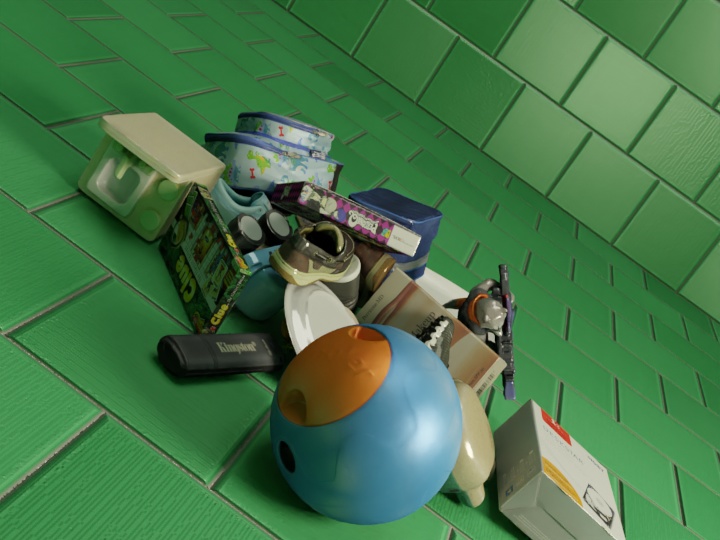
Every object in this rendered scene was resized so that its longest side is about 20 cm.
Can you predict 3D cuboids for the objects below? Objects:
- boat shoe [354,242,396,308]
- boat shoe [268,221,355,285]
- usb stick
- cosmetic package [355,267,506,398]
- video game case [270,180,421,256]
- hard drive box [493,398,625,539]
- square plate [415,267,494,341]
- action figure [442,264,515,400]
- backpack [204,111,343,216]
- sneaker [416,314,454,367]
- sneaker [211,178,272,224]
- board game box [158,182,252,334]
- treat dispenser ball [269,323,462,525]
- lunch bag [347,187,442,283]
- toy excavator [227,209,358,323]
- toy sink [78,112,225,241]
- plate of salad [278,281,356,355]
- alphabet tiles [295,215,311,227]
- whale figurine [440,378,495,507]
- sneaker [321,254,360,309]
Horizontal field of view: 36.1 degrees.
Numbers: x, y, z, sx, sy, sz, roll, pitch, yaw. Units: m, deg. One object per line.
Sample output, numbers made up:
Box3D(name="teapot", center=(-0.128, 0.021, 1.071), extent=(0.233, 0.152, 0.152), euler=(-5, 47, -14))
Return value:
Box3D(name="boat shoe", center=(0.000, 0.000, 1.618), extent=(0.072, 0.073, 0.200), euler=(37, -11, 1))
Box3D(name="boat shoe", center=(-0.046, -0.028, 1.418), extent=(0.073, 0.065, 0.200), euler=(46, 22, 6))
Box3D(name="usb stick", center=(-0.156, 0.096, 1.267), extent=(0.056, 0.033, 0.199), euler=(48, 21, 24))
Box3D(name="cosmetic package", center=(0.099, 0.102, 1.572), extent=(0.199, 0.104, 0.087), euler=(40, 0, 20))
Box3D(name="video game case", center=(-0.026, -0.074, 1.557), extent=(0.179, 0.036, 0.200), euler=(24, -3, -16))
Box3D(name="hard drive box", center=(0.252, 0.281, 1.428), extent=(0.156, 0.077, 0.200), euler=(42, 16, -10))
Box3D(name="square plate", center=(0.165, 0.072, 1.909), extent=(0.198, 0.029, 0.199), euler=(31, 18, -13))
Box3D(name="action figure", center=(0.175, 0.100, 1.661), extent=(0.103, 0.194, 0.203), euler=(1, 71, -12))
Box3D(name="backpack", center=(-0.146, -0.167, 1.717), extent=(0.198, 0.150, 0.182), euler=(10, -1, -34))
Box3D(name="sneaker", center=(0.091, 0.147, 1.459), extent=(0.090, 0.066, 0.201), euler=(43, 46, -11))
Box3D(name="sneaker", center=(-0.144, -0.066, 1.613), extent=(0.198, 0.082, 0.074), euler=(28, 20, -21))
Box3D(name="board game box", center=(-0.194, -0.014, 1.360), extent=(0.023, 0.106, 0.201), euler=(16, 25, -35))
Box3D(name="treat dispenser ball", center=(0.006, 0.157, 1.132), extent=(0.199, 0.202, 0.201), euler=(31, 18, -11))
Box3D(name="lunch bag", center=(0.043, -0.049, 1.813), extent=(0.134, 0.134, 0.200), euler=(23, 15, 18))
Box3D(name="toy excavator", center=(-0.101, 0.030, 1.453), extent=(0.194, 0.099, 0.202), euler=(-14, 73, -58))
Box3D(name="toy sink", center=(-0.283, -0.124, 1.465), extent=(0.130, 0.113, 0.200), euler=(35, 13, 2))
Box3D(name="plate of salad", center=(-0.043, 0.100, 1.388), extent=(0.200, 0.048, 0.202), euler=(49, 24, -31))
Box3D(name="alphabet tiles", center=(-0.012, -0.017, 1.850), extent=(0.198, 0.008, 0.168), euler=(26, 20, -27))
Box3D(name="whale figurine", center=(0.111, 0.215, 1.366), extent=(0.200, 0.102, 0.162), euler=(41, 37, -65))
Box3D(name="sneaker", center=(-0.089, 0.012, 1.564), extent=(0.197, 0.100, 0.071), euler=(12, 50, 20))
